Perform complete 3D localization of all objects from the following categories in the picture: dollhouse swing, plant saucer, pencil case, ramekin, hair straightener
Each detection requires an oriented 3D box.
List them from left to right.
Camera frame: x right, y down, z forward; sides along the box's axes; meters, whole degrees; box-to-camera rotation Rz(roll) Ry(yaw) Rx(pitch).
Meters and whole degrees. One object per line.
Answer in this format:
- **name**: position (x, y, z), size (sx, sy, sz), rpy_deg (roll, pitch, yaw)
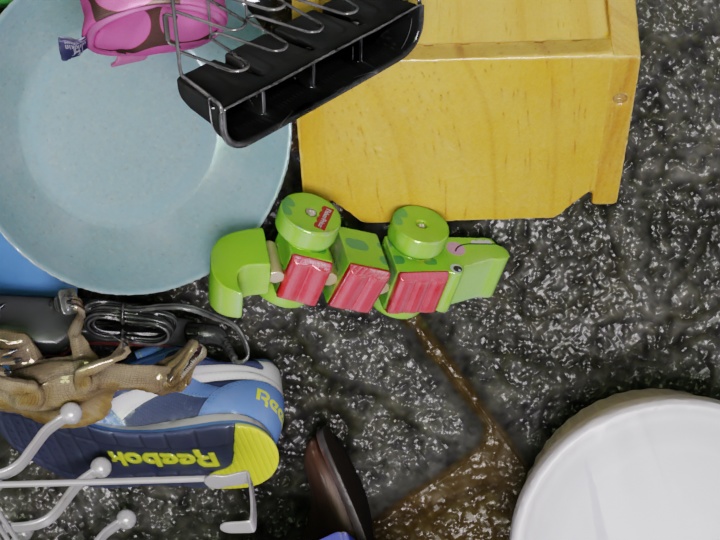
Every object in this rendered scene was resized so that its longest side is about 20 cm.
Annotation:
- **hair straightener**: position (-0.167, 0.037, 0.931), size (0.200, 0.077, 0.041), rpy_deg (7, 78, -2)
- **pencil case**: position (-0.133, -0.217, 0.838), size (0.091, 0.094, 0.200), rpy_deg (-7, 82, -18)
- **plant saucer**: position (-0.140, -0.086, 0.910), size (0.201, 0.039, 0.201), rpy_deg (-3, 97, -25)
- **dollhouse swing**: position (0.059, -0.156, 0.956), size (0.200, 0.176, 0.182), rpy_deg (-2, 141, 0)
- **ramekin**: position (0.192, 0.168, 0.980), size (0.202, 0.094, 0.203), rpy_deg (0, 100, -1)

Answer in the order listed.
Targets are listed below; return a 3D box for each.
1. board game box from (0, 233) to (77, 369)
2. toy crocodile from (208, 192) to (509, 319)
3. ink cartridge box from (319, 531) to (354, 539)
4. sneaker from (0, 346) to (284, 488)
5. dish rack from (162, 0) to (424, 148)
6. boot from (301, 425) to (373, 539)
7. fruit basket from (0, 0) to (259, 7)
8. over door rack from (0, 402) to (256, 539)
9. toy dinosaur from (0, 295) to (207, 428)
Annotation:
- **board game box**: position (-0.279, -0.009, 0.971), size (0.200, 0.039, 0.158), rpy_deg (20, 121, -12)
- **toy crocodile**: position (0.000, 0.000, 0.942), size (0.200, 0.062, 0.068), rpy_deg (4, 132, -24)
- **ink cartridge box**: position (-0.033, 0.233, 0.896), size (0.136, 0.076, 0.200), rpy_deg (-27, 140, 9)
- **sneaker**: position (-0.140, 0.090, 0.981), size (0.200, 0.082, 0.074), rpy_deg (3, 136, 14)
- **dish rack**: position (-0.037, -0.179, 0.772), size (0.055, 0.153, 0.200), rpy_deg (28, 137, 33)
- **boot**: position (-0.083, 0.211, 1.004), size (0.200, 0.064, 0.187), rpy_deg (-15, 101, 6)
- **fruit basket**: position (-0.175, -0.232, 0.914), size (0.200, 0.094, 0.185), rpy_deg (-12, 99, -2)
- **over door rack**: position (-0.141, 0.147, 0.922), size (0.200, 0.148, 0.067), rpy_deg (7, 56, 13)
- **toy dinosaur**: position (-0.195, 0.066, 0.901), size (0.200, 0.058, 0.101), rpy_deg (-9, 140, 11)
